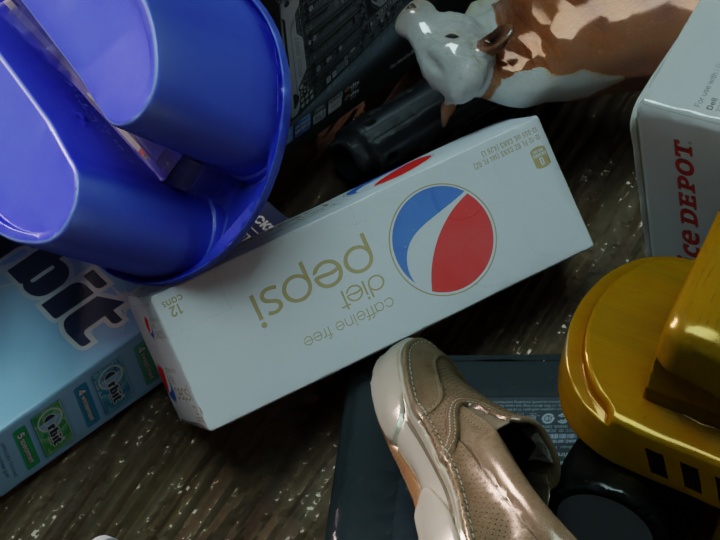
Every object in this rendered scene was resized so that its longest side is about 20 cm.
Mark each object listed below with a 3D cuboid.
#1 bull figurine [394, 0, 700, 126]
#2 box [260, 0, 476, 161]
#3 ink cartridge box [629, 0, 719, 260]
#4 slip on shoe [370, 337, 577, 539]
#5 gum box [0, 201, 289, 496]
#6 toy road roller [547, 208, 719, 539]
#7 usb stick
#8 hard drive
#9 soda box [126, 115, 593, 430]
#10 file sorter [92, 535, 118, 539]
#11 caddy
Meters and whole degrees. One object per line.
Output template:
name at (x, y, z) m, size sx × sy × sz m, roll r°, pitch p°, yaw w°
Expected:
bull figurine at (0.114, -0.124, 1.292) m, size 0.199 × 0.065 × 0.122 m, roll -1°, pitch 50°, yaw -2°
box at (-0.005, -0.160, 1.319) m, size 0.050 × 0.158 × 0.200 m, roll 28°, pitch 47°, yaw 30°
ink cartridge box at (0.228, -0.028, 1.196) m, size 0.200 × 0.146 × 0.084 m, roll 17°, pitch 55°, yaw 23°
slip on shoe at (0.052, 0.082, 1.113) m, size 0.061 × 0.076 × 0.200 m, roll -33°, pitch 23°, yaw 10°
gum box at (-0.154, 0.001, 1.317) m, size 0.200 × 0.045 × 0.170 m, roll -36°, pitch 53°, yaw -17°
toy road roller at (0.177, 0.061, 1.110) m, size 0.200 × 0.146 × 0.123 m, roll 22°, pitch 53°, yaw 11°
usb stick at (0.075, -0.102, 1.352) m, size 0.200 × 0.055 × 0.033 m, roll -31°, pitch 95°, yaw -15°
hard drive at (0.053, 0.125, 1.179) m, size 0.139 × 0.033 × 0.200 m, roll -1°, pitch 51°, yaw 11°
soda box at (0.000, 0.000, 1.250) m, size 0.200 × 0.068 × 0.064 m, roll -26°, pitch 7°, yaw -14°
file sorter at (-0.028, 0.198, 1.052) m, size 0.200 × 0.125 × 0.139 m, roll 16°, pitch 75°, yaw 23°
caddy at (-0.112, -0.085, 1.212) m, size 0.142 × 0.105 × 0.200 m, roll -53°, pitch 53°, yaw 20°
